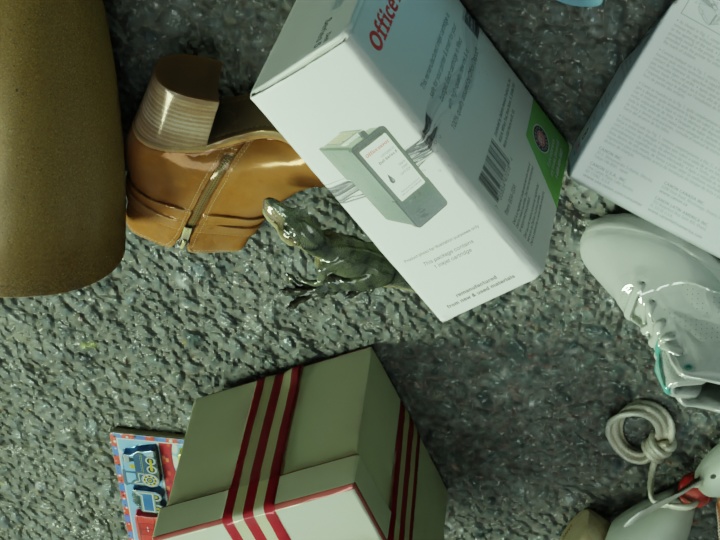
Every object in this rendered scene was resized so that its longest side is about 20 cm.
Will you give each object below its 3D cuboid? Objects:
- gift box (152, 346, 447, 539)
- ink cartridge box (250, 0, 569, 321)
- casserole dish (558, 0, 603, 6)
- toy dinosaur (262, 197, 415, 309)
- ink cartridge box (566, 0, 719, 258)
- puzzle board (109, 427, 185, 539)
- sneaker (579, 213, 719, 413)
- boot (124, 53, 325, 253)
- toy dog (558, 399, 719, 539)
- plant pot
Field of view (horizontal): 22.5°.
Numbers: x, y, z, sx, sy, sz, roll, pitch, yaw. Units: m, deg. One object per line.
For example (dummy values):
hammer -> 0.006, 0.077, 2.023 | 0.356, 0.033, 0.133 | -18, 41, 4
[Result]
gift box -> -0.026, 0.199, 1.349 | 0.183, 0.187, 0.201 | -21, 119, 21
ink cartridge box -> 0.037, -0.094, 1.139 | 0.084, 0.146, 0.200 | -26, 117, 32
casserole dish -> 0.088, -0.235, 1.047 | 0.121, 0.039, 0.200 | 16, 153, 53
toy dinosaur -> 0.000, 0.000, 1.257 | 0.199, 0.048, 0.088 | 15, 155, -36
ink cartridge box -> 0.249, -0.110, 1.150 | 0.162, 0.057, 0.201 | 27, 108, -7
puzzle board -> -0.125, 0.216, 1.507 | 0.149, 0.017, 0.201 | 5, 129, 11
sneaker -> 0.214, 0.042, 1.198 | 0.200, 0.088, 0.075 | 38, 151, 18
boot -> -0.066, -0.062, 1.248 | 0.199, 0.074, 0.155 | 19, 137, -2
toy dog -> 0.224, 0.205, 1.355 | 0.131, 0.097, 0.201 | 17, 130, 1
plant pot -> -0.235, -0.114, 1.189 | 0.185, 0.187, 0.201 | 14, 117, 4
